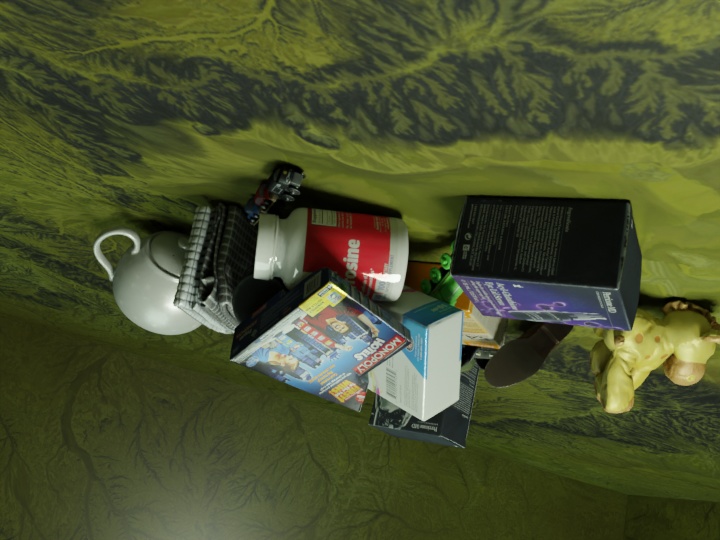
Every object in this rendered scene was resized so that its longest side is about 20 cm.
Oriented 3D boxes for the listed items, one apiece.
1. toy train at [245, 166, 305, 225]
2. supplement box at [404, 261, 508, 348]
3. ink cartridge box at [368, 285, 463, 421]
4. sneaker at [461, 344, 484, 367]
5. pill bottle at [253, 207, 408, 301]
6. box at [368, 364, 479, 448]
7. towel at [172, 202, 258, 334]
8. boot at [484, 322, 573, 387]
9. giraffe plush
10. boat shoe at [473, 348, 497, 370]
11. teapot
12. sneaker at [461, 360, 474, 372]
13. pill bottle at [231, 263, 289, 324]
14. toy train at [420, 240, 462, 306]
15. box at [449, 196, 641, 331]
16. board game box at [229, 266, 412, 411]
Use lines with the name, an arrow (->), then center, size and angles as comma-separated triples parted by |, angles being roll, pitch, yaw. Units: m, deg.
toy train -> -0.122, -0.097, 1.023 | 0.045, 0.035, 0.200 | 22, 161, -15
supplement box -> 0.155, 0.060, 1.223 | 0.124, 0.075, 0.200 | 5, 161, 29
ink cartridge box -> 0.046, 0.100, 1.082 | 0.084, 0.147, 0.198 | -20, -149, -40
sneaker -> 0.165, 0.141, 1.378 | 0.071, 0.084, 0.200 | 21, 145, -18
pill bottle -> -0.041, -0.023, 1.007 | 0.196, 0.115, 0.112 | 5, 164, -7
box -> 0.146, 0.277, 1.695 | 0.197, 0.200, 0.123 | -1, 158, 38
towel -> -0.205, 0.003, 1.181 | 0.084, 0.169, 0.200 | 7, 164, 11
boot -> 0.269, 0.152, 1.292 | 0.065, 0.185, 0.200 | 56, 167, 11
giraffe plush -> 0.424, 0.104, 1.072 | 0.159, 0.174, 0.203 | 1, 127, 7
boat shoe -> 0.248, 0.167, 1.497 | 0.071, 0.069, 0.199 | 1, 160, 31
teapot -> -0.330, 0.000, 1.305 | 0.197, 0.199, 0.147 | 44, 127, 16
sneaker -> 0.178, 0.159, 1.518 | 0.198, 0.068, 0.089 | 29, 163, -31
pill bottle -> -0.121, 0.035, 1.132 | 0.110, 0.114, 0.200 | 11, -172, 8
toy train -> 0.115, 0.029, 1.067 | 0.041, 0.057, 0.201 | -9, 150, -35
box -> 0.227, -0.008, 0.905 | 0.197, 0.106, 0.148 | 5, 160, 29
board game box -> -0.036, 0.099, 1.005 | 0.199, 0.062, 0.199 | -36, 123, 29
